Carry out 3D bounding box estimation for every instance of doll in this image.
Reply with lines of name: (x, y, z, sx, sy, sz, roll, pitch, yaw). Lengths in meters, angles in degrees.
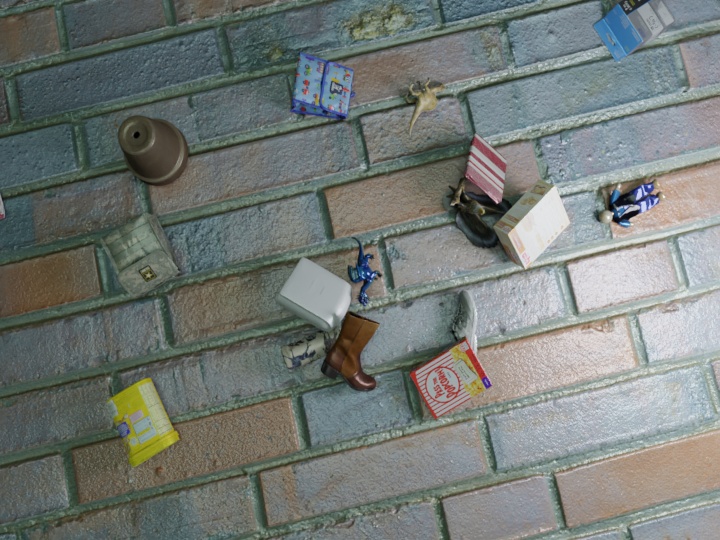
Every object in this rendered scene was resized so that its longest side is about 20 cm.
doll: (0.815, -0.203, 1.647, 0.195, 0.048, 0.140, -28, 93, 4)

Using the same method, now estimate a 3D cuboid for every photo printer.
photo printer: (-0.127, 0.074, 1.586, 0.196, 0.070, 0.169, 29, 53, 3)

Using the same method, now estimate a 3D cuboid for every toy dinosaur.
toy dinosaur: (0.188, -0.529, 1.683, 0.100, 0.058, 0.202, 38, 86, 3)

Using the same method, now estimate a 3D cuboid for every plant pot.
plant pot: (-0.635, -0.377, 1.616, 0.192, 0.175, 0.209, 0, 83, 1)

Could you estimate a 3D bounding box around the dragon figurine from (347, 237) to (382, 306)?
dragon figurine: (0.000, 0.000, 1.609, 0.097, 0.058, 0.206, -24, 91, -32)

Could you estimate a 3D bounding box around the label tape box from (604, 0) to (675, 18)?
label tape box: (0.860, -0.780, 1.700, 0.196, 0.063, 0.147, -32, 84, -3)

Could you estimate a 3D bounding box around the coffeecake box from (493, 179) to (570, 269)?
coffeecake box: (0.505, -0.134, 1.592, 0.200, 0.073, 0.154, -44, 125, -5)

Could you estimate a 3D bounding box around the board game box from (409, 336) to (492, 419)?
board game box: (0.261, 0.311, 1.571, 0.197, 0.046, 0.154, -33, 91, 11)

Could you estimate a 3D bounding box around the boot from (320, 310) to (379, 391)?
boot: (0.002, 0.232, 1.559, 0.184, 0.069, 0.205, 26, 102, -10)

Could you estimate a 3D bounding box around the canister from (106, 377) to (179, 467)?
canister: (-0.635, 0.438, 1.574, 0.145, 0.087, 0.205, -28, 83, -3)

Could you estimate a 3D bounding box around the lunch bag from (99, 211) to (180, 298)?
lunch bag: (-0.648, -0.040, 1.611, 0.160, 0.118, 0.205, -28, 90, -3)

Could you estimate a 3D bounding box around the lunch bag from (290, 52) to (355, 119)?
lunch bag: (-0.111, -0.563, 1.685, 0.192, 0.094, 0.157, 9, 83, -11)

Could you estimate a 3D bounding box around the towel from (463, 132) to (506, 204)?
towel: (0.372, -0.306, 1.605, 0.142, 0.023, 0.204, 36, 48, -17)

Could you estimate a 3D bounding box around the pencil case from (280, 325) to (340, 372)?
pencil case: (-0.144, 0.225, 1.597, 0.194, 0.090, 0.080, -24, 112, -2)

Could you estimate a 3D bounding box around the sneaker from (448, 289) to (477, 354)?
sneaker: (0.301, 0.160, 1.599, 0.078, 0.075, 0.209, -1, 85, -1)

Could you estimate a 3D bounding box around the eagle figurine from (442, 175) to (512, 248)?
eagle figurine: (0.349, -0.181, 1.627, 0.197, 0.154, 0.151, 32, 129, -25)

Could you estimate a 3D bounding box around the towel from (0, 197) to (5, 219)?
towel: (-1.209, -0.199, 1.674, 0.194, 0.030, 0.151, -22, 83, -2)
